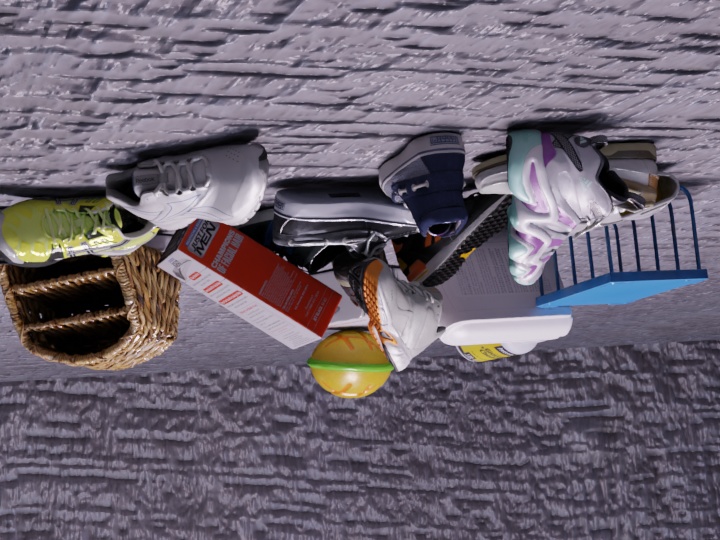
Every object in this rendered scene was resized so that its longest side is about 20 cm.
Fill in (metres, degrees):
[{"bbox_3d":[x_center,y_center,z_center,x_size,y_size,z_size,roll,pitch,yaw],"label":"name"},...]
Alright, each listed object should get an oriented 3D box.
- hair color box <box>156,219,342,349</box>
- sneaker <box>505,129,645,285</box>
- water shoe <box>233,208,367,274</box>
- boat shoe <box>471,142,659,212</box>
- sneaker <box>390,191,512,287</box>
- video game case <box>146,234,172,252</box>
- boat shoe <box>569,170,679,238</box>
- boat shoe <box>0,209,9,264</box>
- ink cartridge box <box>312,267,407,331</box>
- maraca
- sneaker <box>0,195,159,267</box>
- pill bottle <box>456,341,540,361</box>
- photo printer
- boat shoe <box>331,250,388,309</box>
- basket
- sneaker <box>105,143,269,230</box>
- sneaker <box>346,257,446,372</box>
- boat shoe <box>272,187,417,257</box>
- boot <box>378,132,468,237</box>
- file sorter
[{"bbox_3d":[-0.132,0.012,1.664,0.199,0.064,0.111,31,161,-14],"label":"hair color box"},{"bbox_3d":[0.218,-0.059,1.425,0.138,0.078,0.201,-1,141,6],"label":"sneaker"},{"bbox_3d":[-0.077,-0.034,1.661,0.198,0.080,0.071,-10,170,27],"label":"water shoe"},{"bbox_3d":[0.219,-0.092,1.492,0.198,0.069,0.075,-5,172,1],"label":"boat shoe"},{"bbox_3d":[0.105,-0.060,1.647,0.070,0.090,0.200,-14,155,-49],"label":"sneaker"},{"bbox_3d":[-0.268,-0.017,1.855,0.181,0.023,0.199,-13,168,41],"label":"video game case"},{"bbox_3d":[0.275,-0.081,1.586,0.200,0.075,0.086,-6,171,-22],"label":"boat shoe"},{"bbox_3d":[-0.461,-0.025,1.549,0.198,0.061,0.076,-8,171,18],"label":"boat shoe"},{"bbox_3d":[0.013,0.047,2.230,0.143,0.085,0.199,-11,170,39],"label":"ink cartridge box"},{"bbox_3d":[-0.006,0.148,2.257,0.136,0.108,0.200,7,-177,23],"label":"maraca"},{"bbox_3d":[-0.297,-0.052,1.479,0.076,0.076,0.199,-23,172,42],"label":"sneaker"},{"bbox_3d":[0.277,0.110,2.716,0.111,0.113,0.199,1,170,-35],"label":"pill bottle"},{"bbox_3d":[0.171,0.021,1.900,0.198,0.167,0.070,-3,144,-18],"label":"photo printer"},{"bbox_3d":[0.000,0.000,1.744,0.074,0.074,0.200,-18,-163,8],"label":"boat shoe"},{"bbox_3d":[-0.337,0.041,1.710,0.198,0.144,0.149,-8,161,30],"label":"basket"},{"bbox_3d":[-0.166,-0.079,1.347,0.199,0.075,0.087,-14,163,42],"label":"sneaker"},{"bbox_3d":[0.048,0.033,1.622,0.092,0.076,0.200,-32,149,-7],"label":"sneaker"},{"bbox_3d":[0.000,-0.050,1.559,0.197,0.069,0.074,-1,-157,-21],"label":"boat shoe"},{"bbox_3d":[0.064,-0.073,1.450,0.072,0.091,0.200,-4,171,-8],"label":"boot"},{"bbox_3d":[0.322,-0.029,1.790,0.137,0.124,0.200,-2,171,-20],"label":"file sorter"}]
